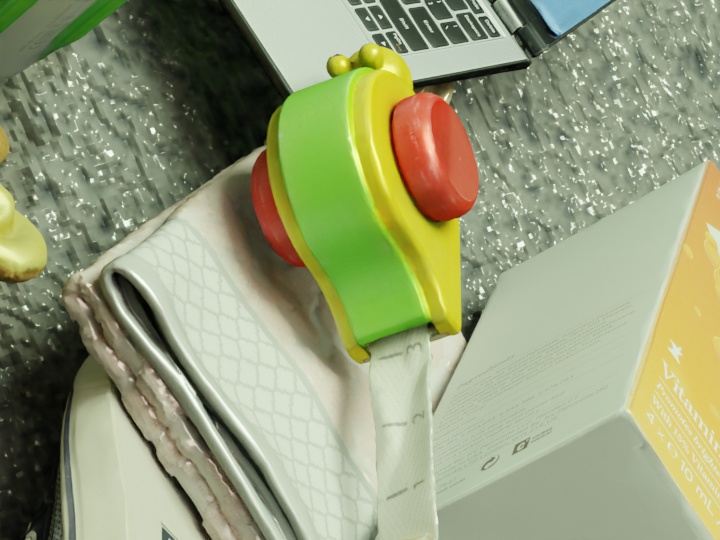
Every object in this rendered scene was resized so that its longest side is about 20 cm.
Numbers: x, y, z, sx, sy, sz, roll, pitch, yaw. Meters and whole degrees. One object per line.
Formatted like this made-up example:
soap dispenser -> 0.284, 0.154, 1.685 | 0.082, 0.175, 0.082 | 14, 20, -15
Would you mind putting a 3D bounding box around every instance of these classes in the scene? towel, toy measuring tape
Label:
towel -> 0.000, 0.055, 0.800 | 0.200, 0.032, 0.191 | 58, 25, -4
toy measuring tape -> 0.000, 0.000, 0.750 | 0.073, 0.074, 0.201 | 26, 44, -27

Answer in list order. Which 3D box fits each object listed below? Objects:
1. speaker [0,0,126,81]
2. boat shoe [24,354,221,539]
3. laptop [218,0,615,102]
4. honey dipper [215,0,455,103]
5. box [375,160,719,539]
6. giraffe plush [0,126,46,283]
speaker -> -0.091, -0.126, 0.736 | 0.088, 0.200, 0.089 | 17, 60, -32
boat shoe -> -0.091, 0.099, 0.725 | 0.075, 0.093, 0.200 | 51, 16, -25
laptop -> 0.024, -0.177, 0.879 | 0.200, 0.116, 0.188 | -14, 64, -44
honey dipper -> -0.055, -0.104, 0.868 | 0.200, 0.038, 0.038 | 28, 55, -23
box -> 0.099, 0.069, 0.815 | 0.125, 0.097, 0.200 | 54, 26, -12
giraffe plush -> -0.173, -0.025, 0.667 | 0.162, 0.199, 0.173 | -58, 143, -64
